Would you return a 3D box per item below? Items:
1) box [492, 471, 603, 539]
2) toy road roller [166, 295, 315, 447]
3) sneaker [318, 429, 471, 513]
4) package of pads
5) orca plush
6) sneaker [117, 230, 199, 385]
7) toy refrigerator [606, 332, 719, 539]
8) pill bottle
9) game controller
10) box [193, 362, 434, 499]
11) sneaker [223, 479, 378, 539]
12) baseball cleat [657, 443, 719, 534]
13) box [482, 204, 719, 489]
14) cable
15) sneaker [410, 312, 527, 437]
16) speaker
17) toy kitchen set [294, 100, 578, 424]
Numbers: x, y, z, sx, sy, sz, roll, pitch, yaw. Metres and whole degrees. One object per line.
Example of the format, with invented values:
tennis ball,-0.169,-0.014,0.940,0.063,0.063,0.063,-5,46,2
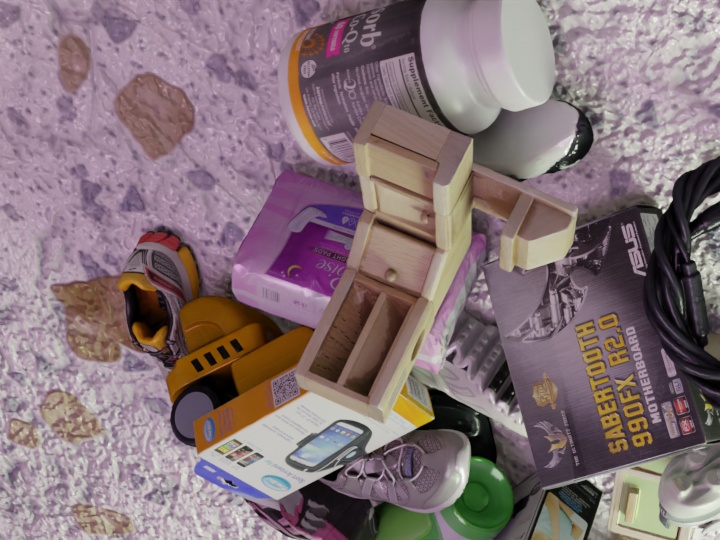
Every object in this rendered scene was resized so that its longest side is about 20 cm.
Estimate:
box,0.144,0.277,1.413,0.060,0.200,0.117,40,129,-7
toy road roller,-0.089,0.082,1.431,0.200,0.123,0.146,-27,64,20
sneaker,0.018,0.181,1.403,0.082,0.075,0.200,17,160,-38
package of pads,0.000,0.000,1.333,0.200,0.121,0.076,19,150,13
orca plush,0.115,-0.085,1.261,0.200,0.105,0.071,-25,141,33
sneaker,-0.191,0.065,1.502,0.078,0.082,0.200,-2,122,27
toy refrigerator,0.269,0.148,1.348,0.076,0.070,0.200,14,128,16
pill bottle,0.044,-0.156,1.213,0.200,0.116,0.117,-11,117,31
game controller,0.033,0.155,1.494,0.200,0.042,0.104,4,138,24
box,-0.050,0.136,1.346,0.200,0.042,0.119,-28,139,22
sneaker,-0.048,0.240,1.550,0.200,0.080,0.086,24,152,48
baseball cleat,0.333,0.153,1.289,0.200,0.070,0.107,-24,150,-7
box,0.199,0.065,1.271,0.158,0.048,0.200,-21,77,35
cable,0.299,0.010,1.182,0.163,0.051,0.200,19,90,-4
sneaker,0.094,0.086,1.392,0.200,0.075,0.081,38,140,10
speaker,0.066,0.245,1.484,0.088,0.088,0.200,41,143,-5
toy kitchen set,0.054,0.012,1.168,0.163,0.181,0.200,23,162,13
